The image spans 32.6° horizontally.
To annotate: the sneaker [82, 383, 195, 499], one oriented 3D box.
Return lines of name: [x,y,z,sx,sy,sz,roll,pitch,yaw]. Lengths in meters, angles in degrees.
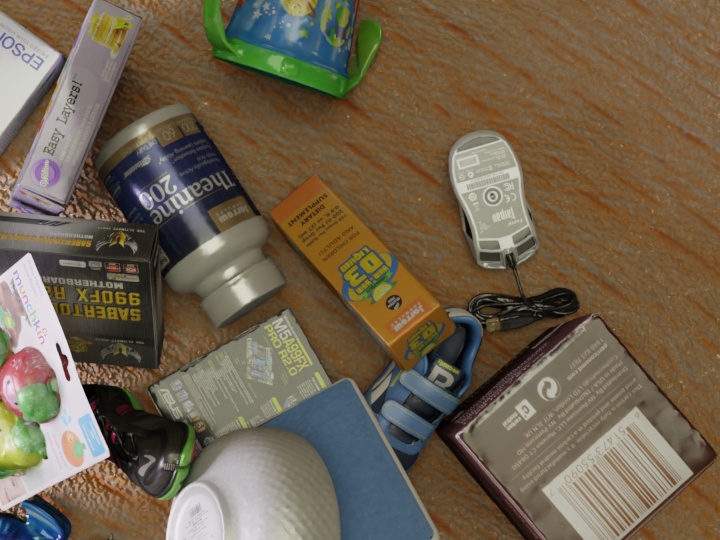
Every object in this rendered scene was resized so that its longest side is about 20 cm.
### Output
sneaker: [-0.218,0.152,1.118,0.084,0.200,0.077,21,86,-40]

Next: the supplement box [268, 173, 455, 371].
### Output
supplement box: [0.000,0.000,1.162,0.067,0.069,0.200,-40,62,-6]

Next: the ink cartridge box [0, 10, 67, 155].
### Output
ink cartridge box: [-0.428,-0.186,1.218,0.196,0.043,0.200,34,83,1]

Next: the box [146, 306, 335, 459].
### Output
box: [-0.089,0.160,1.193,0.160,0.044,0.200,-30,87,-5]

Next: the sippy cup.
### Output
sippy cup: [-0.060,-0.246,1.177,0.139,0.178,0.131,18,96,11]

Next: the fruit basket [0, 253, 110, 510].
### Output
fruit basket: [-0.307,0.105,1.077,0.094,0.200,0.186,-17,82,-41]

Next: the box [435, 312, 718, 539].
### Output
box: [0.187,0.157,1.125,0.166,0.200,0.164,-41,87,-6]

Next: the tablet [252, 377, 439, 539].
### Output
tablet: [-0.025,0.195,1.106,0.130,0.014,0.200,-28,50,-4]

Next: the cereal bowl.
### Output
cereal bowl: [-0.109,0.232,1.062,0.083,0.200,0.201,10,83,-38]

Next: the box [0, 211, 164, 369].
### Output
box: [-0.286,0.018,1.146,0.200,0.159,0.048,6,47,-2]

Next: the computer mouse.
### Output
computer mouse: [0.141,-0.041,1.224,0.109,0.044,0.200,-15,91,1]

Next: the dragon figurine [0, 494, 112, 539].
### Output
dragon figurine: [-0.312,0.248,1.169,0.200,0.059,0.099,45,84,2]

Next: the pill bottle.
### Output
pill bottle: [-0.158,-0.049,1.177,0.111,0.111,0.200,-33,86,-5]

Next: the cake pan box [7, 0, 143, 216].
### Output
cake pan box: [-0.268,-0.142,1.143,0.052,0.200,0.185,25,82,-16]

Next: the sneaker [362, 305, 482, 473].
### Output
sneaker: [0.053,0.117,1.165,0.074,0.082,0.200,32,72,-17]
